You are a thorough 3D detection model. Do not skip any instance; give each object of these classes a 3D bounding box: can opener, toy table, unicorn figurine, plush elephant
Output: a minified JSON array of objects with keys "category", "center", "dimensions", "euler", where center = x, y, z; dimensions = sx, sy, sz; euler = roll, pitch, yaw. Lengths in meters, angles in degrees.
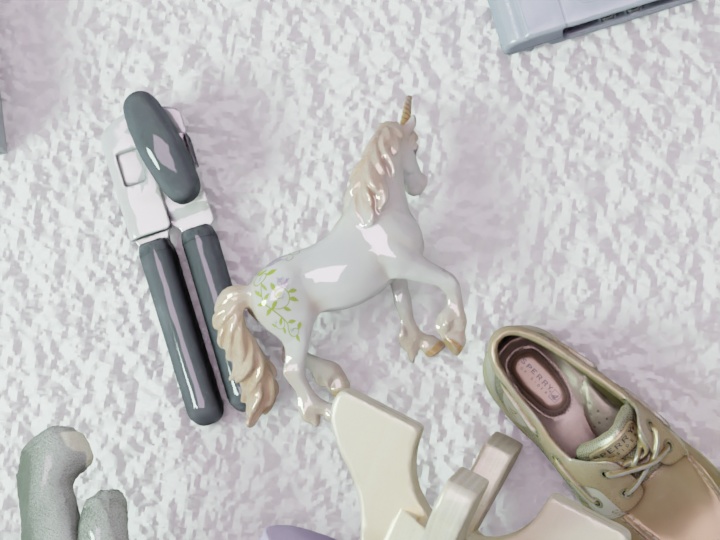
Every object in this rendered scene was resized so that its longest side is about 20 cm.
[{"category":"can opener","center":[-0.110,-0.009,1.715],"dimensions":[0.053,0.067,0.201],"euler":[-18,78,3]},{"category":"toy table","center":[0.050,0.160,1.623],"dimensions":[0.199,0.184,0.117],"euler":[25,100,-3]},{"category":"unicorn figurine","center":[0.000,0.000,1.690],"dimensions":[0.200,0.074,0.138],"euler":[-33,102,-23]},{"category":"plush elephant","center":[-0.131,0.207,1.646],"dimensions":[0.165,0.154,0.200],"euler":[-59,36,32]}]

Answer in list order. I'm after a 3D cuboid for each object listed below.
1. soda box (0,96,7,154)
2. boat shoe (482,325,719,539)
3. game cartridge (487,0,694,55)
[{"category":"soda box","center":[-0.267,-0.169,1.765],"dimensions":[0.068,0.064,0.201],"euler":[-9,80,5]},{"category":"boat shoe","center":[0.149,0.106,1.663],"dimensions":[0.200,0.065,0.072],"euler":[44,87,10]},{"category":"game cartridge","center":[0.164,-0.221,1.739],"dimensions":[0.199,0.040,0.134],"euler":[-17,74,3]}]
